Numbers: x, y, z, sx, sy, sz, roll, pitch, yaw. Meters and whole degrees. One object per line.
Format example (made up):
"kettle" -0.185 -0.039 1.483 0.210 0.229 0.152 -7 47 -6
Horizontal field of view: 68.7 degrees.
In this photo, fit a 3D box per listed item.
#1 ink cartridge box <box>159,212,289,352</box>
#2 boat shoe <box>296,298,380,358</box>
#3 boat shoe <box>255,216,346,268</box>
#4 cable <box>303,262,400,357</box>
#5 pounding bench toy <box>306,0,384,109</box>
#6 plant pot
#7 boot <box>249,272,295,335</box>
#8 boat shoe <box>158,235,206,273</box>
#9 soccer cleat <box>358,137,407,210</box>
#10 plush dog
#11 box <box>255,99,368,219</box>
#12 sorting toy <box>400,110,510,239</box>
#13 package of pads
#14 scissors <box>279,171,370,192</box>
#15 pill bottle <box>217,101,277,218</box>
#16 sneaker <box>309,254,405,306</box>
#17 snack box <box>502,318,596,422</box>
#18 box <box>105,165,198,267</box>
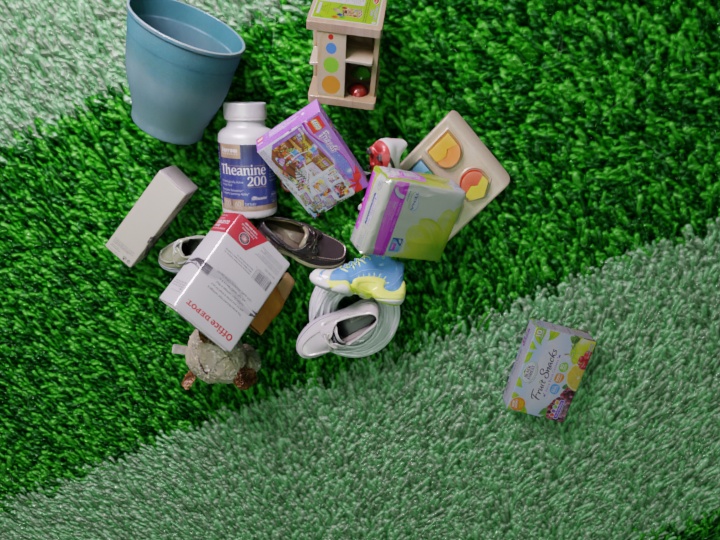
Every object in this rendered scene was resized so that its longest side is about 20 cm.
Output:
"ink cartridge box" -0.245 0.020 0.966 0.145 0.082 0.203 47 66 -34
"boat shoe" -0.046 0.127 1.060 0.194 0.066 0.074 -24 106 8
"boat shoe" -0.115 -0.056 1.054 0.193 0.065 0.076 12 70 -16
"cable" -0.013 0.086 1.119 0.193 0.070 0.207 17 107 -5
"pounding bench toy" -0.019 -0.405 0.935 0.119 0.205 0.159 7 141 1
"plant pot" -0.322 -0.339 0.928 0.194 0.202 0.191 24 122 -7
"boot" -0.233 0.019 1.066 0.202 0.070 0.146 47 62 -19
"boat shoe" -0.341 -0.042 1.055 0.193 0.075 0.062 -6 154 28
"soccer cleat" 0.047 -0.158 1.016 0.083 0.068 0.206 -21 135 -30
"plush dog" -0.294 0.175 1.078 0.161 0.170 0.202 -46 105 -29
"box" -0.085 -0.200 0.986 0.134 0.040 0.201 -27 139 12
"sorting toy" 0.173 -0.176 1.043 0.200 0.037 0.185 -43 102 14
"package of pads" 0.091 -0.105 0.985 0.194 0.068 0.159 4 119 -33
"scissors" -0.079 -0.207 1.051 0.192 0.014 0.076 -10 108 5
"pill bottle" -0.215 -0.211 1.002 0.106 0.112 0.208 1 109 1
"sneaker" 0.000 0.000 1.032 0.193 0.076 0.109 13 85 -13
"snack box" 0.411 0.221 1.161 0.137 0.053 0.207 13 108 -1
"box" -0.418 -0.109 1.059 0.068 0.083 0.200 40 106 -11
